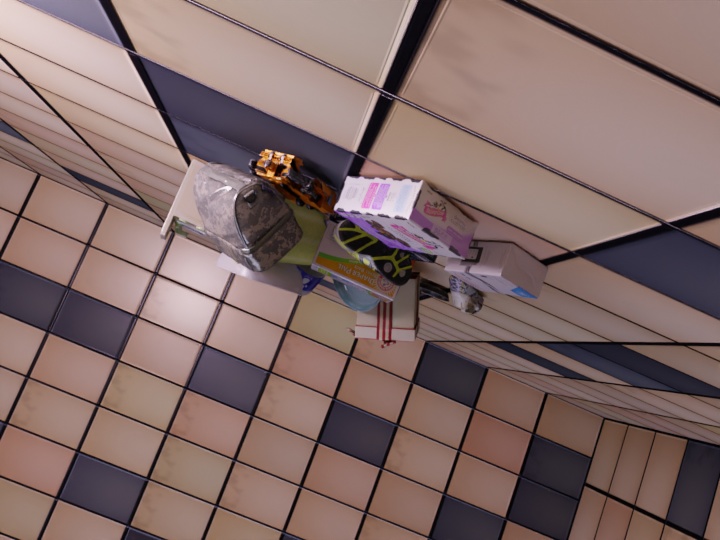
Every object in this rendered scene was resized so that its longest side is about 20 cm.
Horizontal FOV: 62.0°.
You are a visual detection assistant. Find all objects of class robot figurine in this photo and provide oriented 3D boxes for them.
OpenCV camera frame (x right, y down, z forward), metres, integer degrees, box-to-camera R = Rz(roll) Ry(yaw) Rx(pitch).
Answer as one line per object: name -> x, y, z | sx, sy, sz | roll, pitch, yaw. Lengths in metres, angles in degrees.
robot figurine -> -0.128, -0.173, 1.165 | 0.143, 0.059, 0.200 | 18, 170, 27

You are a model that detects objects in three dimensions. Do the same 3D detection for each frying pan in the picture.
frying pan -> 0.208, 0.065, 1.810 | 0.113, 0.031, 0.190 | 24, 174, -5

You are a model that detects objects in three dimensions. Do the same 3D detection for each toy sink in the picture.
toy sink -> -0.412, -0.154, 1.512 | 0.110, 0.203, 0.130 | 24, 170, -15

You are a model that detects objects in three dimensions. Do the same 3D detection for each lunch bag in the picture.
lunch bag -> -0.223, -0.113, 1.140 | 0.199, 0.139, 0.169 | 28, 155, 45

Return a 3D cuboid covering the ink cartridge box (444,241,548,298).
ink cartridge box -> 0.250, -0.005, 1.180 | 0.115, 0.068, 0.199 | 27, 170, -30

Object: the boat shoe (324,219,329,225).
boat shoe -> -0.110, -0.092, 1.552 | 0.198, 0.072, 0.070 | 2, 149, 49

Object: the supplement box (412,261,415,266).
supplement box -> 0.054, -0.027, 1.545 | 0.066, 0.070, 0.198 | 28, 168, -34

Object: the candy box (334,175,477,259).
candy box -> 0.079, -0.094, 1.063 | 0.167, 0.073, 0.198 | 30, 169, -39

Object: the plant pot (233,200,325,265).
plant pot -> -0.186, -0.095, 1.415 | 0.181, 0.205, 0.200 | 14, 175, -25

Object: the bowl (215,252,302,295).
bowl -> -0.254, -0.007, 1.546 | 0.198, 0.076, 0.198 | 21, 178, -40

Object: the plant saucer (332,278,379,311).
plant saucer -> 0.000, 0.000, 1.505 | 0.027, 0.205, 0.198 | -10, -163, -42

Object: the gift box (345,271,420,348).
gift box -> 0.066, 0.101, 1.623 | 0.196, 0.191, 0.184 | 2, -174, 15

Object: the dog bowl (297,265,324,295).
dog bowl -> -0.198, -0.028, 1.787 | 0.199, 0.079, 0.201 | 39, -158, -19

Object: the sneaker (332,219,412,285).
sneaker -> 0.027, -0.042, 1.234 | 0.199, 0.076, 0.076 | 39, 171, -23

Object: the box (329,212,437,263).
box -> 0.053, -0.081, 1.288 | 0.198, 0.047, 0.158 | 29, 169, -33

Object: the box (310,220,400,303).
box -> -0.001, -0.016, 1.325 | 0.197, 0.103, 0.112 | 24, 173, -4

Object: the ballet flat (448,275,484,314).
ballet flat -> 0.275, 0.071, 1.565 | 0.071, 0.073, 0.200 | 16, 169, 32
